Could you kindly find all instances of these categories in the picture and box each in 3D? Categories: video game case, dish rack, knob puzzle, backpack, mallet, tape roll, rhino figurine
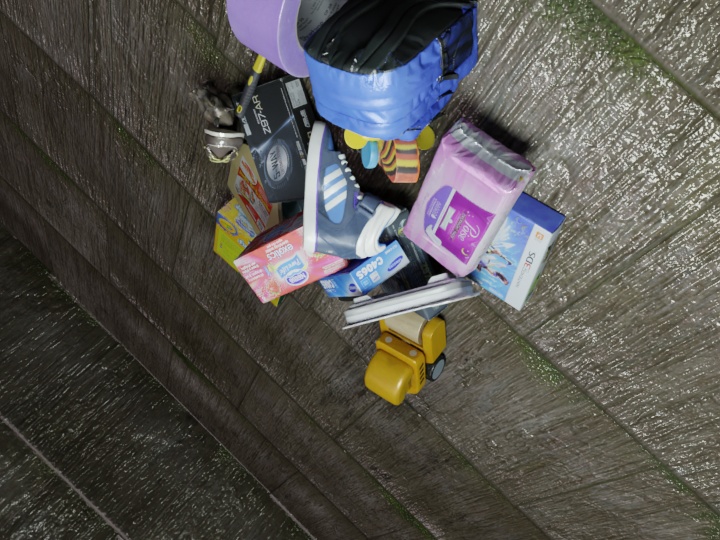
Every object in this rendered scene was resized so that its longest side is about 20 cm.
[{"bbox_3d":[0.186,-0.057,1.044,0.199,0.045,0.183,34,146,20],"label":"video game case"},{"bbox_3d":[0.076,0.043,1.058,0.197,0.171,0.044,-16,86,16],"label":"dish rack"},{"bbox_3d":[-0.196,-0.164,1.369,0.219,0.030,0.222,38,139,42],"label":"knob puzzle"},{"bbox_3d":[0.039,-0.244,0.854,0.161,0.200,0.169,22,142,31],"label":"backpack"},{"bbox_3d":[-0.155,-0.319,1.109,0.066,0.041,0.201,37,131,15],"label":"mallet"},{"bbox_3d":[-0.067,-0.350,0.859,0.084,0.200,0.201,33,147,17],"label":"tape roll"},{"bbox_3d":[-0.256,-0.290,1.226,0.088,0.060,0.200,50,180,-15],"label":"rhino figurine"}]

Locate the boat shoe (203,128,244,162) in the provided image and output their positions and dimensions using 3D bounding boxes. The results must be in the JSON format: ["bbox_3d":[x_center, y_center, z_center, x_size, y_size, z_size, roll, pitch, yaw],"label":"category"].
[{"bbox_3d":[-0.253,-0.227,1.276,0.200,0.071,0.061,-143,61,-74],"label":"boat shoe"}]

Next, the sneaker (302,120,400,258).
[{"bbox_3d":[-0.011,-0.118,1.047,0.144,0.204,0.081,4,173,-6],"label":"sneaker"}]

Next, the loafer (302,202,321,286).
[{"bbox_3d":[-0.085,-0.055,1.278,0.070,0.068,0.202,31,144,32],"label":"loafer"}]

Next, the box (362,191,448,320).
[{"bbox_3d":[0.059,-0.027,1.185,0.157,0.051,0.202,31,152,59],"label":"box"}]

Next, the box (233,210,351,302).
[{"bbox_3d":[-0.102,-0.035,1.175,0.198,0.100,0.096,-23,110,32],"label":"box"}]

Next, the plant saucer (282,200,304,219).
[{"bbox_3d":[-0.072,-0.105,1.307,0.199,0.036,0.201,30,146,23],"label":"plant saucer"}]

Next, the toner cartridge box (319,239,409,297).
[{"bbox_3d":[0.000,0.000,1.144,0.043,0.095,0.200,56,164,-8],"label":"toner cartridge box"}]

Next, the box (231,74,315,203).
[{"bbox_3d":[-0.132,-0.221,1.196,0.159,0.043,0.203,2,115,49],"label":"box"}]

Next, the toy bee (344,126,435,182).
[{"bbox_3d":[0.030,-0.202,1.007,0.199,0.130,0.110,28,122,45],"label":"toy bee"}]

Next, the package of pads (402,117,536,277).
[{"bbox_3d":[0.142,-0.094,0.944,0.120,0.076,0.201,38,145,13],"label":"package of pads"}]

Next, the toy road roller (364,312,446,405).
[{"bbox_3d":[0.078,0.159,1.323,0.122,0.146,0.202,25,144,28],"label":"toy road roller"}]

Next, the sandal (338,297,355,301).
[{"bbox_3d":[-0.006,0.023,1.336,0.074,0.046,0.201,-3,151,-8],"label":"sandal"}]

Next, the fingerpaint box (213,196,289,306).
[{"bbox_3d":[-0.221,-0.043,1.521,0.199,0.073,0.167,40,149,9],"label":"fingerpaint box"}]
